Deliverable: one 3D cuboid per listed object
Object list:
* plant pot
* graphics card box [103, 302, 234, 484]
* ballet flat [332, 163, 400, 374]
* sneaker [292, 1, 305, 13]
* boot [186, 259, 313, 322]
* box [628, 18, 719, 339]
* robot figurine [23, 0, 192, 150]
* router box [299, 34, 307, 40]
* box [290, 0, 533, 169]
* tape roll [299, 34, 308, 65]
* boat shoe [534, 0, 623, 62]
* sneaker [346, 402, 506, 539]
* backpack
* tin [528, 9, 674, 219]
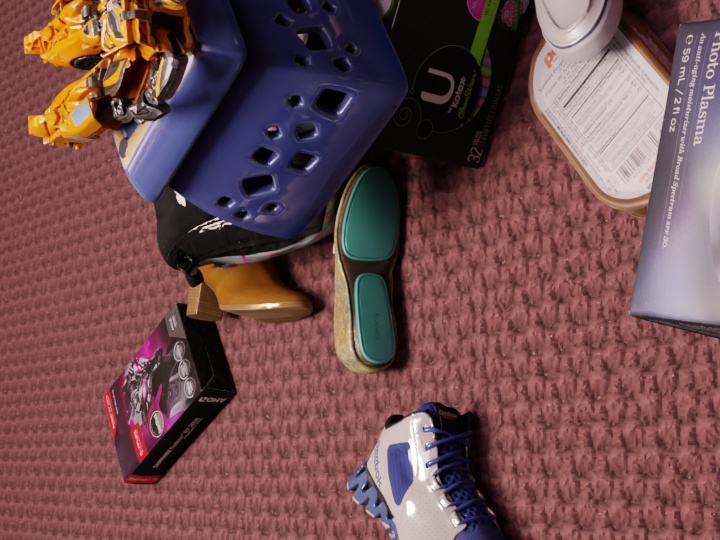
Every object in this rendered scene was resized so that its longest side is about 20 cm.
[{"bbox_3d":[-0.105,-0.166,0.976,0.200,0.179,0.201,-48,51,38],"label":"plant pot"},{"bbox_3d":[-0.229,0.147,1.399,0.200,0.051,0.126,-46,50,34],"label":"graphics card box"},{"bbox_3d":[0.000,0.000,1.141,0.070,0.070,0.202,-15,72,48],"label":"ballet flat"},{"bbox_3d":[-0.102,-0.256,1.142,0.201,0.067,0.090,-60,43,41],"label":"sneaker"},{"bbox_3d":[-0.118,-0.020,1.284,0.200,0.070,0.145,-2,75,46],"label":"boot"},{"bbox_3d":[0.290,-0.052,0.730,0.198,0.122,0.202,5,84,55],"label":"box"},{"bbox_3d":[-0.189,-0.169,0.891,0.199,0.058,0.146,-23,70,50],"label":"robot figurine"},{"bbox_3d":[-0.031,-0.237,1.233,0.199,0.049,0.181,-20,68,47],"label":"router box"},{"bbox_3d":[0.049,-0.212,1.050,0.124,0.148,0.202,32,109,49],"label":"box"},{"bbox_3d":[-0.060,-0.273,1.198,0.200,0.048,0.203,-13,73,48],"label":"tape roll"},{"bbox_3d":[0.156,-0.249,0.955,0.073,0.065,0.201,-34,41,29],"label":"boat shoe"},{"bbox_3d":[0.066,0.179,1.009,0.199,0.080,0.116,35,112,50],"label":"sneaker"},{"bbox_3d":[-0.106,-0.085,1.186,0.198,0.127,0.168,-6,106,24],"label":"backpack"},{"bbox_3d":[0.203,-0.130,0.938,0.112,0.042,0.201,-50,48,26],"label":"tin"}]
